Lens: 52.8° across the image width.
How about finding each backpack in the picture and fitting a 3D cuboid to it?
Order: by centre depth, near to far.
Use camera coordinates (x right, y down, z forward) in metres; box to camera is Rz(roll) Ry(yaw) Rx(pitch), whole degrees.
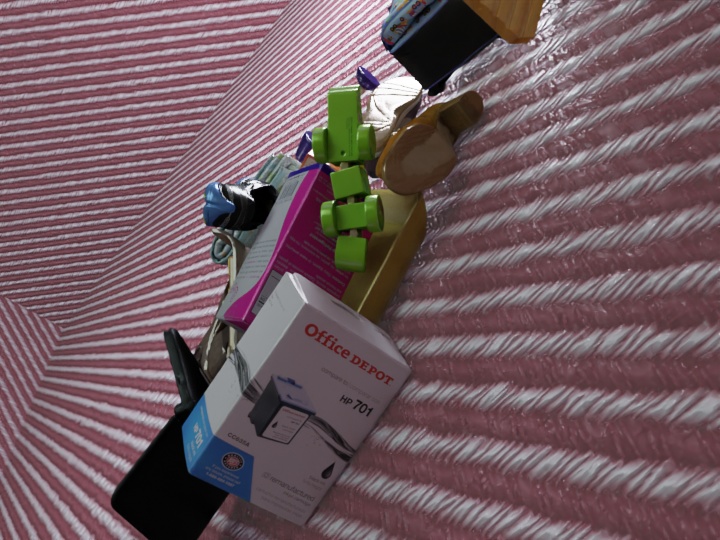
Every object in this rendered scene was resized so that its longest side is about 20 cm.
[{"bbox_3d":[0.128,-0.372,0.981,0.181,0.133,0.204,-28,34,47],"label":"backpack"}]

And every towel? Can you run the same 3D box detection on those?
[{"bbox_3d":[-0.141,-0.089,1.170,0.202,0.048,0.170,-53,-19,11],"label":"towel"}]

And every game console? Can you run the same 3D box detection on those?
[{"bbox_3d":[-0.215,0.203,0.842,0.114,0.202,0.178,-23,52,-8],"label":"game console"}]

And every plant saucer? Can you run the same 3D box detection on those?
[{"bbox_3d":[0.000,0.000,0.885,0.203,0.048,0.199,-62,24,-6],"label":"plant saucer"}]

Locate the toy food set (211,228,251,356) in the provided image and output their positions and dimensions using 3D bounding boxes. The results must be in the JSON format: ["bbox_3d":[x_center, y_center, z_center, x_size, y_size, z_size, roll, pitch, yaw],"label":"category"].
[{"bbox_3d":[-0.160,0.061,0.946,0.059,0.144,0.206,-7,73,12],"label":"toy food set"}]

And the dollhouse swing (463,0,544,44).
[{"bbox_3d":[0.189,-0.395,0.798,0.181,0.198,0.179,-35,31,40],"label":"dollhouse swing"}]

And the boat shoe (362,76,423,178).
[{"bbox_3d":[0.041,-0.207,1.031,0.070,0.066,0.202,8,44,16],"label":"boat shoe"}]

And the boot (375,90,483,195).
[{"bbox_3d":[0.057,-0.134,0.875,0.201,0.071,0.143,-47,13,-34],"label":"boot"}]

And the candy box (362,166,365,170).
[{"bbox_3d":[-0.052,-0.059,1.023,0.203,0.026,0.103,-62,1,-27],"label":"candy box"}]

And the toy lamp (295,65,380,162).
[{"bbox_3d":[-0.046,-0.271,1.297,0.201,0.058,0.059,-49,25,21],"label":"toy lamp"}]

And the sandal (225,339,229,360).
[{"bbox_3d":[-0.180,0.135,1.066,0.203,0.057,0.080,-55,24,7],"label":"sandal"}]

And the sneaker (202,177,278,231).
[{"bbox_3d":[-0.139,-0.080,0.938,0.200,0.080,0.073,-40,-39,-79],"label":"sneaker"}]

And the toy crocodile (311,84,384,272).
[{"bbox_3d":[-0.011,-0.100,0.796,0.062,0.066,0.206,1,-97,-77],"label":"toy crocodile"}]

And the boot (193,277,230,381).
[{"bbox_3d":[-0.232,0.105,1.194,0.146,0.069,0.202,-47,25,29],"label":"boot"}]

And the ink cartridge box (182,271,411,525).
[{"bbox_3d":[-0.066,0.130,0.733,0.202,0.145,0.086,-54,25,8],"label":"ink cartridge box"}]

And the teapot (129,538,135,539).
[{"bbox_3d":[-0.254,0.431,0.744,0.199,0.144,0.201,-51,25,15],"label":"teapot"}]

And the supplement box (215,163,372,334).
[{"bbox_3d":[-0.072,-0.009,0.852,0.100,0.102,0.204,-1,58,61],"label":"supplement box"}]

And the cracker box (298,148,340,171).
[{"bbox_3d":[-0.082,-0.094,1.065,0.202,0.057,0.135,-59,3,27],"label":"cracker box"}]
